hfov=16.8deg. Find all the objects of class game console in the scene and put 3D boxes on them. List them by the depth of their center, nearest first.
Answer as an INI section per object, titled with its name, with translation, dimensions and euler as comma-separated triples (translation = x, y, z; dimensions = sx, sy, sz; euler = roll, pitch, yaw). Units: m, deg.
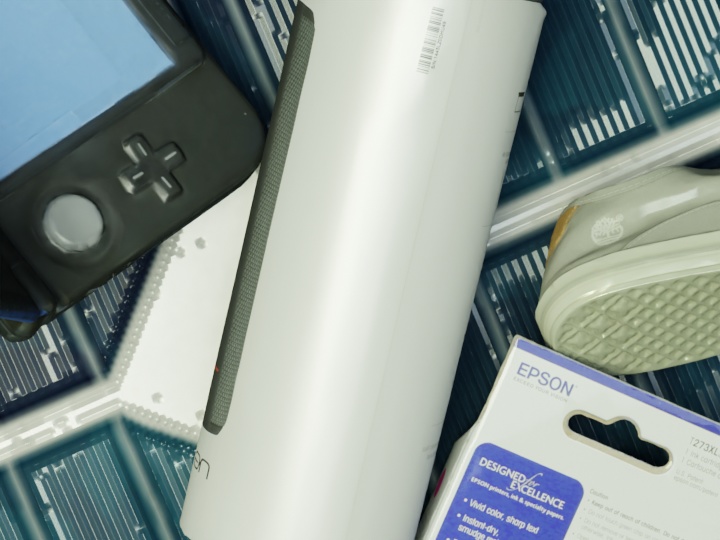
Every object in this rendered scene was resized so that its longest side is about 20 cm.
[game console]
translation = -0.128, -0.089, 0.732
dimensions = 0.170, 0.118, 0.200
euler = -37, 86, -31

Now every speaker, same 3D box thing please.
[speaker]
translation = 0.000, 0.000, 0.797
dimensions = 0.081, 0.081, 0.202
euler = 13, 100, -4

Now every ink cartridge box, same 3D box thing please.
[ink cartridge box]
translation = 0.054, 0.129, 0.834
dimensions = 0.094, 0.037, 0.201
euler = 23, 99, -4

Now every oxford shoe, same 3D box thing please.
[oxford shoe]
translation = 0.153, -0.012, 0.828
dimensions = 0.198, 0.058, 0.076
euler = -9, 139, -5
